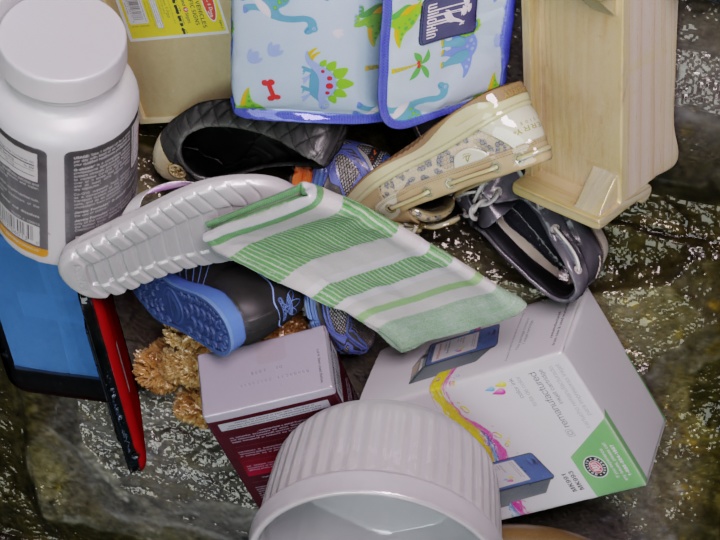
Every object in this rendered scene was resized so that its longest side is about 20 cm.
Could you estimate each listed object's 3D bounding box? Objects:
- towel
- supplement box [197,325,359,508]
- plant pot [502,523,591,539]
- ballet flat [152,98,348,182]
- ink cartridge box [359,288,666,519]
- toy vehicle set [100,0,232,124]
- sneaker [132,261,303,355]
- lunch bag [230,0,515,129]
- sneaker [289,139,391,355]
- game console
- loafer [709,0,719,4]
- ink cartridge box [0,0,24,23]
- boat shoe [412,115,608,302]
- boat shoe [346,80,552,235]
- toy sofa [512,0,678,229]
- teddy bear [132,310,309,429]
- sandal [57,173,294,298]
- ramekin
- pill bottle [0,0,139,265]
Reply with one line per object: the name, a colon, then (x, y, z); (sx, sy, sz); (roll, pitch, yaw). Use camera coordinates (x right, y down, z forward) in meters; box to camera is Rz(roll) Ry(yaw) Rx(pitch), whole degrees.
towel: (0.000, 0.000, 1.452); (0.199, 0.024, 0.152); (30, 151, -27)
supplement box: (-0.053, 0.129, 1.605); (0.108, 0.061, 0.200); (-13, 146, 6)
plant pot: (0.134, 0.259, 1.676); (0.199, 0.028, 0.200); (4, 149, 2)
ballet flat: (-0.091, -0.093, 1.476); (0.199, 0.057, 0.066); (-11, 138, 44)
ink cartridge box: (0.119, 0.116, 1.576); (0.199, 0.088, 0.146); (-17, 119, 33)
toy vehicle set: (-0.135, -0.204, 1.470); (0.123, 0.027, 0.201); (-1, 125, 22)
sneaker: (-0.122, 0.006, 1.573); (0.200, 0.078, 0.071); (34, 139, 48)
lunch bag: (0.010, -0.194, 1.367); (0.199, 0.128, 0.171); (2, 127, -2)
sneaker: (-0.005, -0.015, 1.535); (0.078, 0.076, 0.201); (4, 128, 15)
game console: (-0.260, 0.059, 1.663); (0.118, 0.173, 0.201); (-13, 124, -2)
loafer: (0.253, -0.199, 1.282); (0.199, 0.072, 0.073); (33, 90, -12)
ink cartridge box: (-0.292, -0.237, 1.413); (0.086, 0.146, 0.201); (36, 134, 17)
boat shoe: (0.106, -0.057, 1.464); (0.200, 0.063, 0.073); (46, 131, -14)
boat shoe: (0.056, -0.062, 1.404); (0.200, 0.073, 0.063); (-37, 81, 48)
toy sofa: (0.163, -0.140, 1.380); (0.083, 0.097, 0.201); (25, 136, 35)
teddy bear: (-0.104, 0.078, 1.646); (0.199, 0.067, 0.145); (-10, 123, 28)
sandal: (-0.140, -0.039, 1.500); (0.201, 0.050, 0.083); (-17, 137, 13)
ramekin: (0.017, 0.188, 1.526); (0.199, 0.105, 0.201); (5, 139, 4)
pill bottle: (-0.225, -0.106, 1.501); (0.116, 0.117, 0.201); (18, 140, 7)
